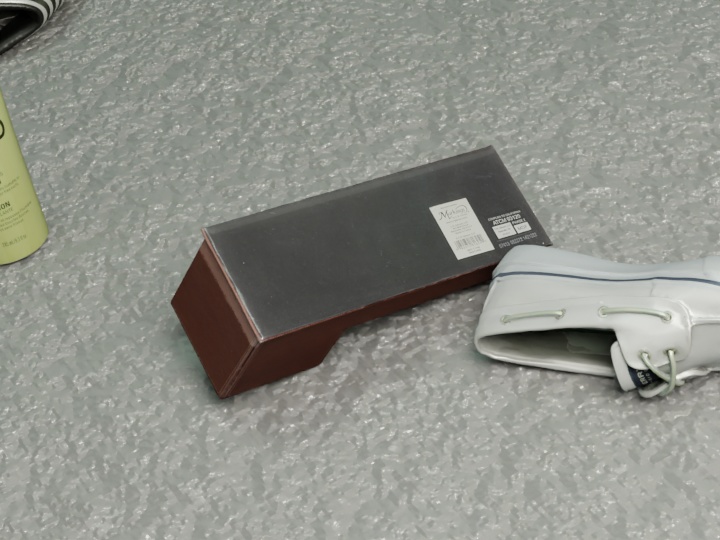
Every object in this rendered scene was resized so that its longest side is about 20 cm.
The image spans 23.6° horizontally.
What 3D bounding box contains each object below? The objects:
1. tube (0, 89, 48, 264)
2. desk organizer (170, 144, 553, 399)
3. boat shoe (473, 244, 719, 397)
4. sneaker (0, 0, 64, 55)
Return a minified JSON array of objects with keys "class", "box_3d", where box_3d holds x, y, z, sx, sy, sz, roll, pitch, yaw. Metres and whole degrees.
[{"class":"tube","box_3d":[-0.248,-0.095,1.067,0.052,0.200,0.058,8,41,28]},{"class":"desk organizer","box_3d":[0.000,0.000,0.971,0.200,0.077,0.072,-18,68,-32]},{"class":"boat shoe","box_3d":[0.153,0.036,0.901,0.200,0.074,0.067,5,54,37]},{"class":"sneaker","box_3d":[-0.330,-0.217,1.353,0.200,0.076,0.115,2,37,15]}]
